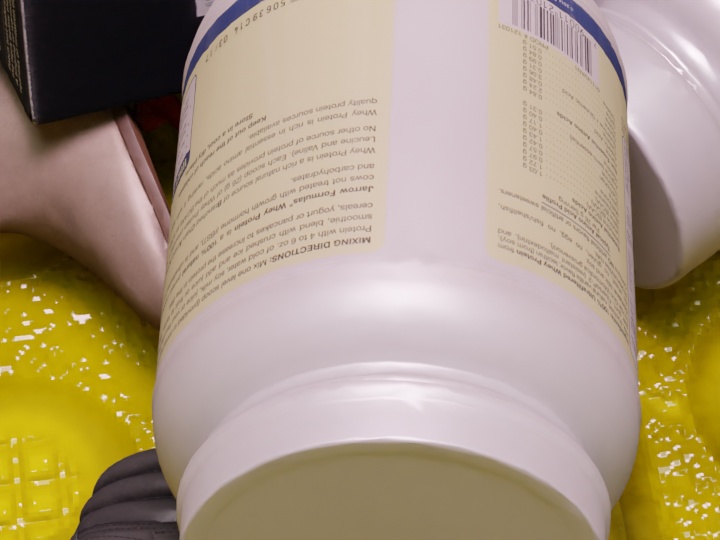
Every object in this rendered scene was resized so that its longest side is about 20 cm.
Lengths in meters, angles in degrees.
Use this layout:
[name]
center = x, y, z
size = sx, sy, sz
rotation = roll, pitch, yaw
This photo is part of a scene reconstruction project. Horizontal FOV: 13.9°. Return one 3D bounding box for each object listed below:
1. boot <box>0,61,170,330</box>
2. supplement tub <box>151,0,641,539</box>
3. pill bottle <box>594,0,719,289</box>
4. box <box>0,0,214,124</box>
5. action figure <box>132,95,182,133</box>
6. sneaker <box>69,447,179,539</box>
[boot]
center = -0.152, -0.034, 1.038
size = 0.145, 0.070, 0.201
rotation = -21, 55, -10
[supplement tub]
center = 0.012, 0.008, 0.893
size = 0.144, 0.145, 0.201
rotation = 2, 50, 1
[pill bottle]
center = 0.150, -0.088, 1.041
size = 0.200, 0.114, 0.113
rotation = -37, 64, -21
[box]
center = -0.054, -0.173, 1.043
size = 0.199, 0.124, 0.197
rotation = -13, 44, -17
[action figure]
center = 0.000, 0.000, 1.024
size = 0.065, 0.052, 0.200
rotation = -34, 66, -14
[sneaker]
center = -0.007, 0.106, 0.942
size = 0.199, 0.071, 0.100
rotation = 8, 53, 3
